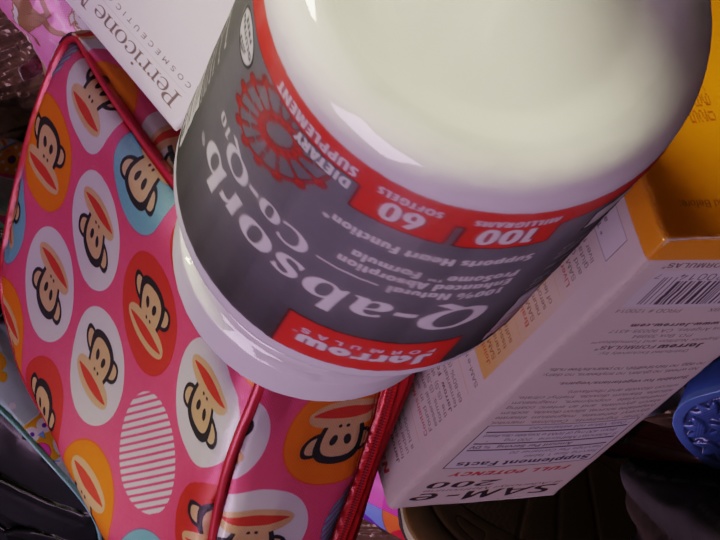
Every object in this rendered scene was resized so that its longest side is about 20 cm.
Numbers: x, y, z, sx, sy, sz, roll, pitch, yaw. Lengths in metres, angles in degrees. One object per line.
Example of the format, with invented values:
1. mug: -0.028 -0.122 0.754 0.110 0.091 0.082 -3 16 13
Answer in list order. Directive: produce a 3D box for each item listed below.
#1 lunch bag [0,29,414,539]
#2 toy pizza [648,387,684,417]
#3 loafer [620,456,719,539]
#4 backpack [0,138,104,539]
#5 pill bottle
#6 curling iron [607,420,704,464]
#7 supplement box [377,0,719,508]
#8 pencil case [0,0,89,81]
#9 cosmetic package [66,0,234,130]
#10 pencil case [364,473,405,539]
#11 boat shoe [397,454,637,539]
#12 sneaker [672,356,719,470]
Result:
1. lunch bag: -0.060 0.004 0.837 0.200 0.082 0.176 55 140 40
2. toy pizza: 0.049 -0.008 0.938 0.200 0.032 0.200 31 150 20
3. loafer: 0.123 0.106 0.783 0.073 0.071 0.200 5 -177 2
4. backpack: -0.163 0.048 1.152 0.200 0.153 0.176 46 155 13
5. pill bottle: 0.011 -0.037 0.655 0.116 0.116 0.200 40 155 3
6. curling iron: 0.070 0.065 0.968 0.200 0.026 0.050 11 154 19
7. supplement box: 0.064 -0.017 0.773 0.200 0.073 0.126 -49 49 53
8. pencil case: -0.147 -0.155 0.929 0.200 0.087 0.083 50 -179 -14
9. cosmetic package: -0.017 -0.147 0.707 0.108 0.085 0.200 48 133 3
10. pencil case: 0.033 0.085 1.032 0.200 0.088 0.088 29 149 18
11. boat shoe: 0.104 0.116 0.919 0.200 0.073 0.065 16 153 -12
12. sneaker: 0.195 0.011 0.752 0.200 0.078 0.070 -10 134 30
